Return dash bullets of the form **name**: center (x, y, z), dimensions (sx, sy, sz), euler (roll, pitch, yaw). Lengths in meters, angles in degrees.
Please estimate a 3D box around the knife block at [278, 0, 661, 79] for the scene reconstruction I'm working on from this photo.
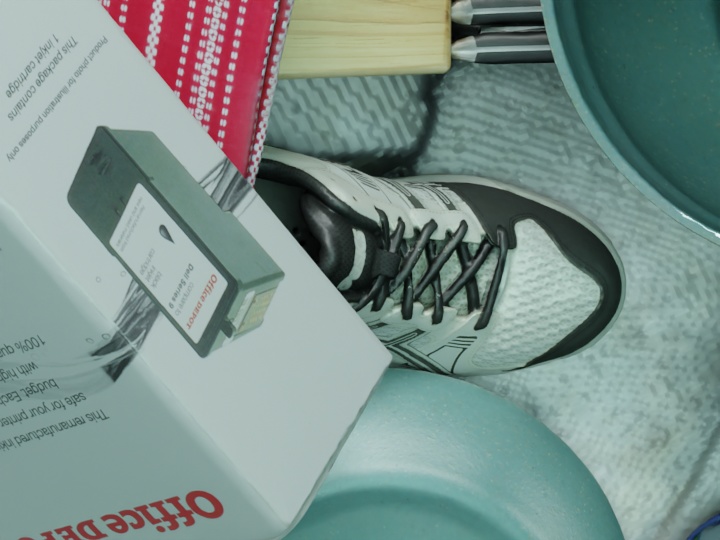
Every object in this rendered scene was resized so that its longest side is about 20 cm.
- **knife block**: center (-0.003, -0.092, 1.023), dimensions (0.175, 0.064, 0.200), euler (43, 92, -11)

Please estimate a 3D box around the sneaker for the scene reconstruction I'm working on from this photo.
- **sneaker**: center (0.000, 0.000, 1.028), dimensions (0.199, 0.088, 0.076), euler (10, 97, -10)

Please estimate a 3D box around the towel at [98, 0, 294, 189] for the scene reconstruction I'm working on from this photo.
- **towel**: center (-0.113, -0.110, 0.956), dimensions (0.199, 0.022, 0.146), euler (19, 112, 18)

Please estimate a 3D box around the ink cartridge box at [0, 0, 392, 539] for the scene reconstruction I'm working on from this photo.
- **ink cartridge box**: center (-0.109, 0.000, 0.941), dimensions (0.200, 0.145, 0.084), euler (51, 49, -21)

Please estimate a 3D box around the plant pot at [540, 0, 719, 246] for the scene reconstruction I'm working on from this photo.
- **plant pot**: center (0.167, -0.097, 0.965), dimensions (0.199, 0.134, 0.202), euler (0, 88, 15)

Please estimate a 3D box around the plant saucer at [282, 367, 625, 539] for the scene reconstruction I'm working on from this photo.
- **plant saucer**: center (0.004, 0.135, 1.063), dimensions (0.198, 0.036, 0.201), euler (-2, 108, -6)

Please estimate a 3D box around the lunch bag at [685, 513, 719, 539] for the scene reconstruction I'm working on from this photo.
- **lunch bag**: center (0.210, 0.135, 1.018), dimensions (0.160, 0.200, 0.083), euler (-21, 116, -7)
